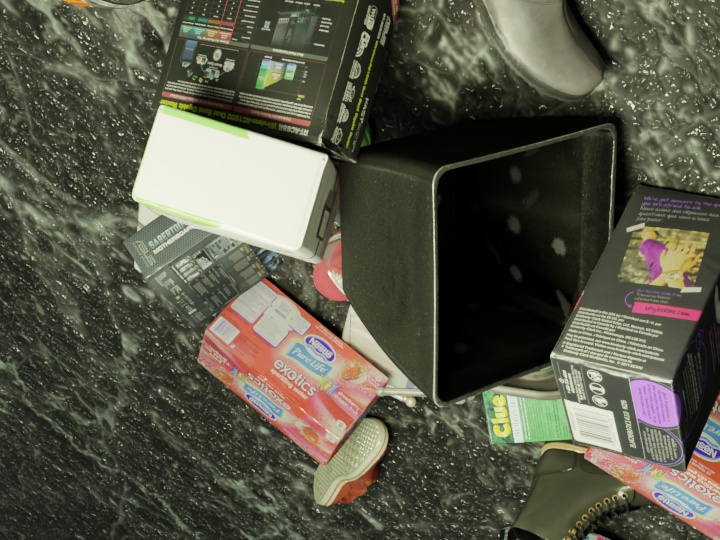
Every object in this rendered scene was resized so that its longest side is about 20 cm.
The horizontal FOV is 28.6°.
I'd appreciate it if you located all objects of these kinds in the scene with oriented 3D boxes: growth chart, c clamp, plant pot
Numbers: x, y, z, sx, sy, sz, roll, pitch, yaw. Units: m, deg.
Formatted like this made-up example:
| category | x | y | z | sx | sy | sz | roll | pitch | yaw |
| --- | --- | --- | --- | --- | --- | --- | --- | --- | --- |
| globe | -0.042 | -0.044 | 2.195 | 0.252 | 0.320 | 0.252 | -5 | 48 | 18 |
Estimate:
| category | x | y | z | sx | sy | sz | roll | pitch | yaw |
| --- | --- | --- | --- | --- | --- | --- | --- | --- | --- |
| growth chart | 0.036 | 0.089 | 1.596 | 0.144 | 0.018 | 0.201 | 31 | 147 | 5 |
| c clamp | 0.121 | 0.063 | 1.250 | 0.169 | 0.200 | 0.027 | 8 | 118 | 14 |
| plant pot | 0.086 | -0.031 | 1.211 | 0.177 | 0.198 | 0.202 | 27 | 125 | 50 |

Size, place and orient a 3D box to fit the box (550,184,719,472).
| category | x | y | z | sx | sy | sz | roll | pitch | yaw |
| --- | --- | --- | --- | --- | --- | --- | --- | --- | --- |
| box | 0.250 | 0.045 | 1.178 | 0.105 | 0.201 | 0.123 | 12 | 142 | 30 |

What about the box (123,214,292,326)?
| category | x | y | z | sx | sy | sz | roll | pitch | yaw |
| --- | --- | --- | --- | --- | --- | --- | --- | --- | --- |
| box | -0.136 | -0.028 | 1.413 | 0.051 | 0.157 | 0.200 | 55 | 178 | 16 |

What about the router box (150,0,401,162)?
| category | x | y | z | sx | sy | sz | roll | pitch | yaw |
| --- | --- | --- | --- | --- | --- | --- | --- | --- | --- |
| router box | -0.073 | -0.186 | 1.203 | 0.198 | 0.152 | 0.062 | 15 | 178 | 35 |

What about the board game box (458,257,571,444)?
| category | x | y | z | sx | sy | sz | roll | pitch | yaw |
| --- | --- | --- | --- | --- | --- | --- | --- | --- | --- |
| board game box | 0.161 | 0.074 | 1.367 | 0.103 | 0.024 | 0.202 | -5 | 112 | 14 |

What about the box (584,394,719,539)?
| category | x | y | z | sx | sy | sz | roll | pitch | yaw |
| --- | --- | --- | --- | --- | --- | --- | --- | --- | --- |
| box | 0.332 | 0.179 | 1.372 | 0.199 | 0.100 | 0.096 | 31 | 147 | 4 |

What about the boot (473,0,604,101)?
| category | x | y | z | sx | sy | sz | roll | pitch | yaw |
| --- | --- | --- | --- | --- | --- | --- | --- | --- | --- |
| boot | 0.145 | -0.221 | 1.061 | 0.200 | 0.070 | 0.131 | 42 | 142 | -19 |

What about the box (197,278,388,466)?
| category | x | y | z | sx | sy | sz | roll | pitch | yaw |
| --- | --- | --- | --- | --- | --- | --- | --- | --- | --- |
| box | -0.079 | 0.114 | 1.631 | 0.199 | 0.103 | 0.095 | 38 | 152 | 6 |

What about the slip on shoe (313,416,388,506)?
| category | x | y | z | sx | sy | sz | roll | pitch | yaw |
| --- | --- | --- | --- | --- | --- | --- | --- | --- | --- |
| slip on shoe | -0.003 | 0.243 | 1.795 | 0.060 | 0.075 | 0.200 | 5 | 146 | -20 |

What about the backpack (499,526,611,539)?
| category | x | y | z | sx | sy | sz | roll | pitch | yaw |
| --- | --- | --- | --- | --- | --- | --- | --- | --- | --- |
| backpack | 0.251 | 0.396 | 1.688 | 0.199 | 0.151 | 0.178 | -16 | 122 | 44 |

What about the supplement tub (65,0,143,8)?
| category | x | y | z | sx | sy | sz | roll | pitch | yaw |
| --- | --- | --- | --- | --- | --- | --- | --- | --- | --- |
| supplement tub | -0.180 | -0.285 | 1.144 | 0.199 | 0.123 | 0.123 | -10 | 128 | 47 |

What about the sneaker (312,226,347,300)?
| category | x | y | z | sx | sy | sz | roll | pitch | yaw |
| --- | --- | --- | --- | --- | --- | --- | --- | --- | --- |
| sneaker | 0.000 | 0.000 | 1.447 | 0.074 | 0.087 | 0.199 | 44 | 145 | -14 |

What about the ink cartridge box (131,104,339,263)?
| category | x | y | z | sx | sy | sz | roll | pitch | yaw |
| --- | --- | --- | --- | --- | --- | --- | --- | --- | --- |
| ink cartridge box | -0.098 | -0.069 | 1.212 | 0.144 | 0.085 | 0.200 | 17 | 178 | 4 |

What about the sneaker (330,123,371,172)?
| category | x | y | z | sx | sy | sz | roll | pitch | yaw |
| --- | --- | --- | --- | --- | --- | --- | --- | --- | --- |
| sneaker | -0.083 | -0.132 | 1.365 | 0.198 | 0.077 | 0.084 | 22 | 142 | 21 |

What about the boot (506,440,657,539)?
| category | x | y | z | sx | sy | sz | roll | pitch | yaw |
| --- | --- | --- | --- | --- | --- | --- | --- | --- | --- |
| boot | 0.264 | 0.256 | 1.495 | 0.198 | 0.139 | 0.078 | 6 | 138 | 36 |

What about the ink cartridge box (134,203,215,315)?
| category | x | y | z | sx | sy | sz | roll | pitch | yaw |
| --- | --- | --- | --- | --- | --- | --- | --- | --- | --- |
| ink cartridge box | -0.183 | -0.049 | 1.565 | 0.115 | 0.068 | 0.201 | 30 | 148 | 7 |
